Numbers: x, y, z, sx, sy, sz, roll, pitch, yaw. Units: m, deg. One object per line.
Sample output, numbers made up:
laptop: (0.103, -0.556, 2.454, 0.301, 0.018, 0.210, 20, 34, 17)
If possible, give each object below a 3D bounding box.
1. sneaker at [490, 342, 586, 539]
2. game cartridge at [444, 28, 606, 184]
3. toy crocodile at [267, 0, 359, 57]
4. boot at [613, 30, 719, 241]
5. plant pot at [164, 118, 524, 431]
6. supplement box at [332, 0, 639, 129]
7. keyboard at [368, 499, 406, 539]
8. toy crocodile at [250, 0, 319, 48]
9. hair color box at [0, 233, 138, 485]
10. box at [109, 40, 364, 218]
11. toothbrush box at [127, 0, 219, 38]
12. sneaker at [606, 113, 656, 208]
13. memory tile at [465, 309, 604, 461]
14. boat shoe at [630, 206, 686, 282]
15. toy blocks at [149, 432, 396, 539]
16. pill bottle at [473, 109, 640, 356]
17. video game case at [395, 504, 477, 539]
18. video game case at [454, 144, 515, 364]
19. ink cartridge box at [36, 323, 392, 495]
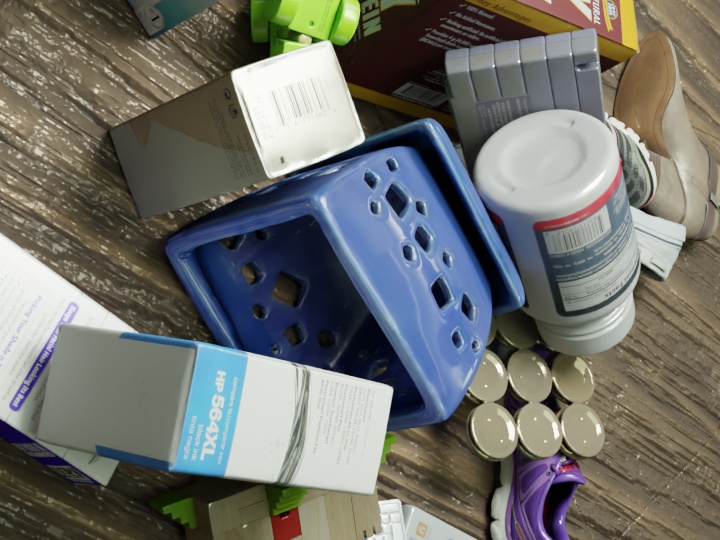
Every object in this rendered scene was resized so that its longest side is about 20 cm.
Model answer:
sneaker: (0.174, 0.167, 1.184, 0.080, 0.083, 0.202, 8, 80, -42)
game cartridge: (0.147, -0.125, 1.101, 0.200, 0.128, 0.039, 67, 24, -56)
toy crocodile: (-0.050, -0.175, 1.028, 0.067, 0.062, 0.202, 9, 103, -24)
boot: (0.337, -0.134, 1.363, 0.146, 0.070, 0.202, 26, 70, -38)
plant pot: (0.000, 0.000, 1.016, 0.180, 0.199, 0.201, -42, 109, -39)
supplement box: (0.095, -0.231, 1.096, 0.196, 0.199, 0.134, 12, 66, -34)
keyboard: (0.023, 0.296, 1.074, 0.056, 0.011, 0.202, -4, 76, -18)
toy crocodile: (-0.063, -0.247, 1.084, 0.067, 0.062, 0.202, -7, 90, -1)
hair color box: (-0.243, 0.056, 0.907, 0.200, 0.065, 0.110, 39, 62, -24)
box: (-0.097, -0.100, 0.949, 0.095, 0.199, 0.078, -25, 99, -36)
toothbrush box: (-0.124, -0.277, 0.954, 0.085, 0.199, 0.147, -43, 109, -32)
sneaker: (0.211, -0.124, 1.245, 0.200, 0.074, 0.088, 48, 39, -16)
memory tile: (0.144, 0.073, 1.156, 0.152, 0.017, 0.202, 3, 67, -30)
boat shoe: (0.242, -0.030, 1.243, 0.199, 0.073, 0.067, 12, 90, -32)
toy blocks: (-0.057, 0.219, 1.011, 0.199, 0.100, 0.138, -16, 104, -33)
pill bottle: (0.174, -0.025, 1.087, 0.120, 0.119, 0.201, -54, 141, -28)
video game case: (0.076, 0.335, 1.128, 0.182, 0.023, 0.201, 32, 67, -29)
video game case: (0.124, -0.022, 1.212, 0.182, 0.022, 0.201, -33, 104, -34)
ink cartridge box: (-0.096, 0.099, 0.885, 0.199, 0.145, 0.085, 19, 78, -48)
